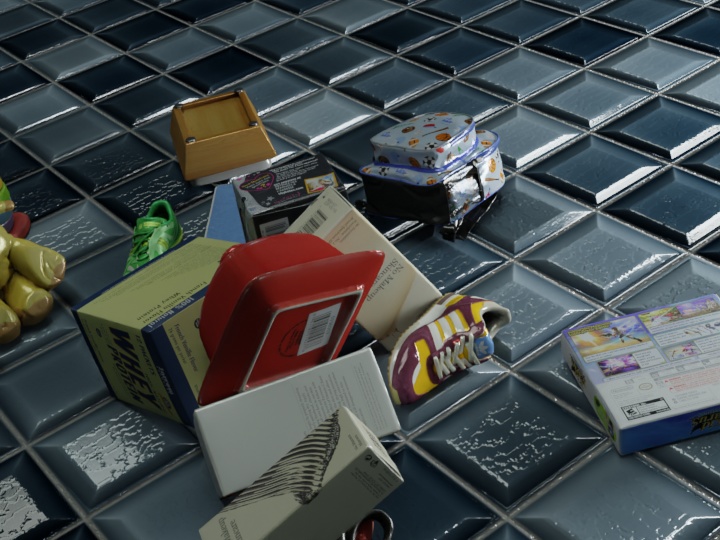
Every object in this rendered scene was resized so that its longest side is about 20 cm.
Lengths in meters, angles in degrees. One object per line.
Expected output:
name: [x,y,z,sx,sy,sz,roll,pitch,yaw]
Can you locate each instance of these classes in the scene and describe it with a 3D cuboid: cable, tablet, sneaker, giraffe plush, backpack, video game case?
cable: [-0.016,0.311,1.136,0.097,0.050,0.200,3,47,-1]
tablet: [-0.171,-0.084,1.752,0.130,0.014,0.200,-6,35,5]
sneaker: [0.109,0.093,1.371,0.090,0.075,0.200,7,38,32]
sneaker: [-0.309,-0.032,1.649,0.074,0.084,0.200,-5,35,5]
giraffe plush: [-0.541,0.002,1.614,0.173,0.200,0.162,-41,16,-33]
backpack: [0.113,-0.151,1.669,0.200,0.154,0.190,19,33,40]
video game case: [0.356,0.115,1.304,0.199,0.046,0.181,-13,36,-5]

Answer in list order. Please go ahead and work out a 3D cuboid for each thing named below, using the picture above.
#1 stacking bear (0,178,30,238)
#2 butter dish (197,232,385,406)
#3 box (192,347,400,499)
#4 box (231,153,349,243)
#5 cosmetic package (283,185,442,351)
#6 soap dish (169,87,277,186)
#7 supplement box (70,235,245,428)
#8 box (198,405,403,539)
stacking bear: [-0.601,-0.126,1.753,0.121,0.200,0.114,-11,34,-3]
butter dish: [-0.104,0.028,1.260,0.199,0.200,0.148,-12,49,-40]
box: [-0.074,0.169,1.238,0.200,0.098,0.124,-19,-9,-12]
box: [-0.080,-0.029,1.484,0.132,0.200,0.115,-17,33,-11]
cosmetic package: [0.000,0.000,1.402,0.104,0.200,0.073,-47,37,3]
soap dish: [-0.238,-0.230,1.920,0.157,0.081,0.200,-15,33,-8]
supplement box: [-0.206,0.067,1.395,0.200,0.135,0.200,-35,27,-32]
box: [-0.061,0.236,1.140,0.200,0.068,0.082,-41,34,0]
